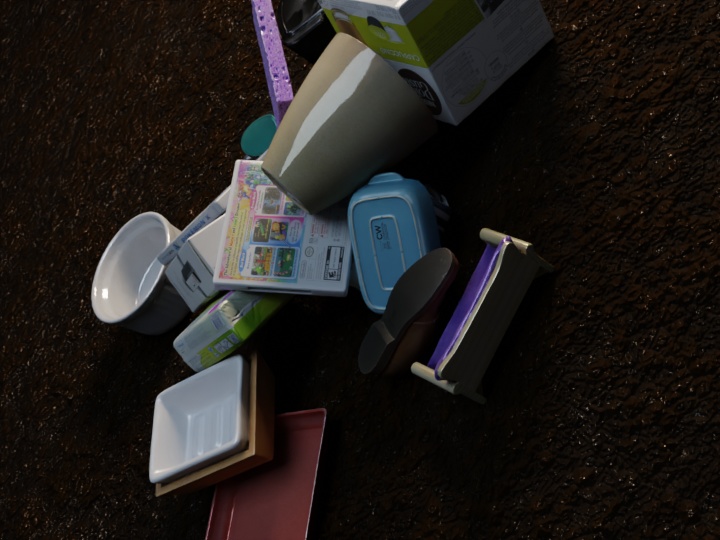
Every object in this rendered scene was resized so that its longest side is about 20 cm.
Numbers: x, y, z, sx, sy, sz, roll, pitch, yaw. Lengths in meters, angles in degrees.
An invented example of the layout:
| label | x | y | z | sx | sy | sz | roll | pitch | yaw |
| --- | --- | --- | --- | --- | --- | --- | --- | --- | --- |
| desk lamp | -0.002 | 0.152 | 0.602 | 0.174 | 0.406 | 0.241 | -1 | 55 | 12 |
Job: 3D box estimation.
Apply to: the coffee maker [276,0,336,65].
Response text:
| label | x | y | z | sx | sy | sz | roll | pitch | yaw |
| --- | --- | --- | --- | --- | --- | --- | --- | --- | --- |
| coffee maker | -0.030 | -0.334 | 1.684 | 0.192 | 0.200 | 0.135 | -51 | 39 | 9 |

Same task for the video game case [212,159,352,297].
| label | x | y | z | sx | sy | sz | roll | pitch | yaw |
| --- | --- | --- | --- | --- | --- | --- | --- | --- | --- |
| video game case | -0.097 | -0.061 | 1.530 | 0.181 | 0.024 | 0.201 | 3 | 62 | 7 |

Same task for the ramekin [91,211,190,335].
| label | x | y | z | sx | sy | sz | roll | pitch | yaw |
| --- | --- | --- | --- | --- | --- | --- | --- | --- | --- |
| ramekin | -0.352 | 0.012 | 1.884 | 0.200 | 0.098 | 0.201 | -25 | 51 | 35 |

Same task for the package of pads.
| label | x | y | z | sx | sy | sz | roll | pitch | yaw |
| --- | --- | --- | --- | --- | --- | --- | --- | --- | --- |
| package of pads | -0.161 | 0.050 | 1.592 | 0.154 | 0.068 | 0.200 | -35 | 7 | 48 |

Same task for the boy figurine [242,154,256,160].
| label | x | y | z | sx | sy | sz | roll | pitch | yaw |
| --- | --- | --- | --- | --- | --- | --- | --- | --- | --- |
| boy figurine | -0.130 | -0.124 | 1.766 | 0.124 | 0.064 | 0.200 | -42 | 39 | 16 |

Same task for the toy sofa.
| label | x | y | z | sx | sy | sz | roll | pitch | yaw |
| --- | --- | --- | --- | --- | --- | --- | --- | --- | --- |
| toy sofa | 0.139 | 0.050 | 1.352 | 0.083 | 0.097 | 0.201 | 24 | 85 | 50 |

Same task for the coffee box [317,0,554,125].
| label | x | y | z | sx | sy | sz | roll | pitch | yaw |
| --- | --- | --- | --- | --- | --- | --- | --- | --- | --- |
| coffee box | 0.101 | -0.347 | 1.520 | 0.200 | 0.198 | 0.199 | -44 | 37 | -14 |

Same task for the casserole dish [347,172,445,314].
| label | x | y | z | sx | sy | sz | roll | pitch | yaw |
| --- | --- | --- | --- | --- | --- | --- | --- | --- | --- |
| casserole dish | 0.043 | -0.026 | 1.455 | 0.121 | 0.039 | 0.201 | -6 | 99 | 24 |

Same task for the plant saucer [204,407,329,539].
| label | x | y | z | sx | sy | sz | roll | pitch | yaw |
| --- | --- | --- | --- | --- | --- | --- | --- | --- | --- |
| plant saucer | -0.120 | 0.296 | 1.516 | 0.199 | 0.037 | 0.201 | -14 | 56 | 41 |

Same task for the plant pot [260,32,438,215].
| label | x | y | z | sx | sy | sz | roll | pitch | yaw |
| --- | --- | --- | --- | --- | --- | --- | --- | --- | --- |
| plant pot | -0.033 | -0.178 | 1.488 | 0.200 | 0.187 | 0.187 | -46 | 40 | -5 |

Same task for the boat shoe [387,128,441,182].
| label | x | y | z | sx | sy | sz | roll | pitch | yaw |
| --- | --- | --- | --- | --- | --- | --- | --- | --- | --- |
| boat shoe | 0.019 | -0.162 | 1.622 | 0.200 | 0.075 | 0.093 | -6 | 55 | 43 |

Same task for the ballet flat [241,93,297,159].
| label | x | y | z | sx | sy | sz | roll | pitch | yaw |
| --- | --- | --- | --- | --- | --- | --- | --- | --- | --- |
| ballet flat | -0.106 | -0.225 | 1.736 | 0.200 | 0.073 | 0.073 | -28 | 48 | 46 |

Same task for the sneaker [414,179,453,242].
| label | x | y | z | sx | sy | sz | roll | pitch | yaw |
| --- | --- | --- | --- | --- | --- | --- | --- | --- | --- |
| sneaker | 0.046 | -0.078 | 1.547 | 0.200 | 0.070 | 0.109 | 26 | 91 | 43 |

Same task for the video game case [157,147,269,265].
| label | x | y | z | sx | sy | sz | roll | pitch | yaw |
| --- | --- | --- | --- | --- | --- | --- | --- | --- | --- |
| video game case | -0.206 | -0.106 | 1.689 | 0.182 | 0.022 | 0.200 | -37 | 11 | 43 |

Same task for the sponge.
| label | x | y | z | sx | sy | sz | roll | pitch | yaw |
| --- | --- | --- | --- | --- | --- | --- | --- | --- | --- |
| sponge | -0.129 | -0.311 | 1.644 | 0.030 | 0.112 | 0.201 | -11 | 74 | -6 |

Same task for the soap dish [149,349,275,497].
| label | x | y | z | sx | sy | sz | roll | pitch | yaw |
| --- | --- | --- | --- | --- | --- | --- | --- | --- | --- |
| soap dish | -0.202 | 0.218 | 1.558 | 0.200 | 0.081 | 0.158 | -27 | 49 | 32 |

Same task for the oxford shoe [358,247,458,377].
| label | x | y | z | sx | sy | sz | roll | pitch | yaw |
| --- | --- | --- | --- | --- | --- | --- | --- | --- | --- |
| oxford shoe | 0.074 | 0.055 | 1.418 | 0.200 | 0.071 | 0.071 | -57 | 32 | 27 |

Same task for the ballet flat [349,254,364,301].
| label | x | y | z | sx | sy | sz | roll | pitch | yaw |
| --- | --- | --- | --- | --- | --- | --- | --- | --- | --- |
| ballet flat | 0.000 | 0.000 | 1.549 | 0.200 | 0.068 | 0.068 | 29 | 88 | 50 |

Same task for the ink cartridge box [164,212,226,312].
| label | x | y | z | sx | sy | sz | roll | pitch | yaw |
| --- | --- | --- | --- | --- | --- | --- | --- | --- | --- |
| ink cartridge box | -0.194 | -0.027 | 1.648 | 0.147 | 0.083 | 0.200 | -37 | 0 | -24 |
